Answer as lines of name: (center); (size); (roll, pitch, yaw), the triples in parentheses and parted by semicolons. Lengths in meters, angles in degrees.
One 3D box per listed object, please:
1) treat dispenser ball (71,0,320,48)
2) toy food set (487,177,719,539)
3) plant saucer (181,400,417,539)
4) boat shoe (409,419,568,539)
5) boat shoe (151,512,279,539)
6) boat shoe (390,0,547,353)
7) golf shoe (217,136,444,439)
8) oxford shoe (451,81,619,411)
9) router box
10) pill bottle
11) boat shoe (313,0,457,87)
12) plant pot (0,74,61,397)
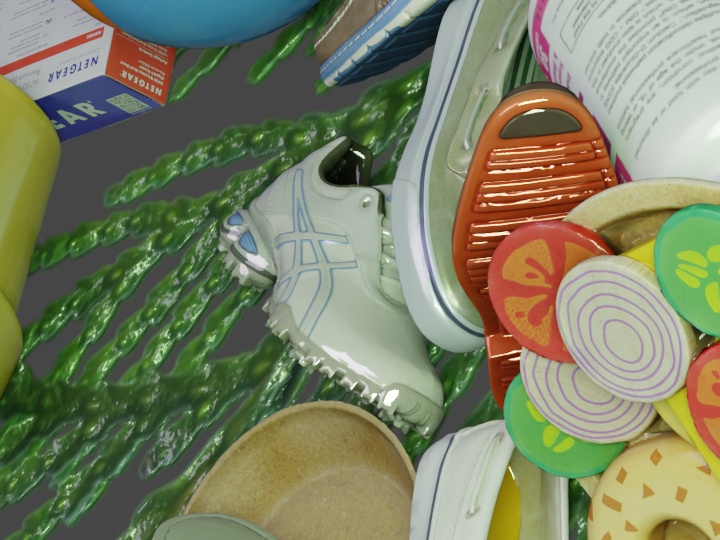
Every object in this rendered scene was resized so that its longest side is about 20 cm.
treat dispenser ball: (-0.089, -0.219, 1.360); (0.201, 0.201, 0.201); (-28, 49, 38)
toy food set: (0.134, 0.054, 0.960); (0.049, 0.198, 0.200); (-36, 3, -39)
plant saucer: (-0.026, 0.162, 1.186); (0.200, 0.035, 0.200); (-25, 54, 41)
boat shoe: (0.060, 0.151, 1.072); (0.070, 0.071, 0.200); (-28, 43, 42)
boat shoe: (-0.048, 0.178, 1.119); (0.201, 0.072, 0.061); (-127, 35, -57)
boat shoe: (0.062, -0.058, 1.189); (0.062, 0.072, 0.200); (-23, 49, 44)
golf shoe: (0.000, 0.000, 1.231); (0.097, 0.078, 0.200); (-49, 40, 9)
oxford shoe: (0.073, -0.018, 1.071); (0.071, 0.200, 0.073); (-3, 51, 0)
router box: (-0.184, -0.169, 1.573); (0.200, 0.049, 0.180); (-13, 59, 46)
pill bottle: (0.153, -0.062, 1.045); (0.113, 0.113, 0.200); (-48, 39, 20)
boat shoe: (0.037, -0.169, 1.258); (0.200, 0.072, 0.072); (-42, 77, 35)
plant pot: (-0.273, -0.023, 1.488); (0.201, 0.201, 0.189); (-9, 47, 48)
